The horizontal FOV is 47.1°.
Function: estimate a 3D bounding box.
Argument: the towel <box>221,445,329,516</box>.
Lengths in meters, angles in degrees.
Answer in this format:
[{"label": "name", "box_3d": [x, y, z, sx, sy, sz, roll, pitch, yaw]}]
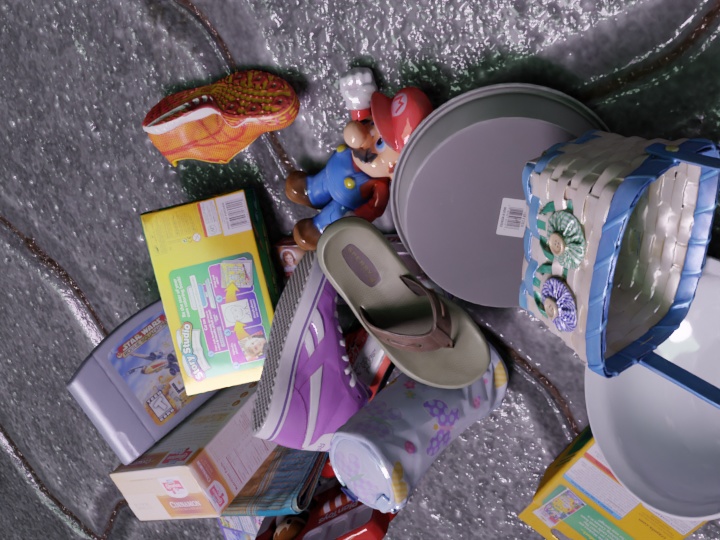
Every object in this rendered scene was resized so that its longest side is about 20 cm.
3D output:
[{"label": "towel", "box_3d": [-0.114, 0.233, 1.009, 0.198, 0.148, 0.022, -16, 127, 41]}]

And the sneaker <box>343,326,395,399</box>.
[{"label": "sneaker", "box_3d": [-0.017, 0.095, 0.904, 0.107, 0.067, 0.203, 31, 134, 10]}]

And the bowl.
[{"label": "bowl", "box_3d": [0.280, 0.092, 0.659, 0.200, 0.089, 0.205, -23, 64, 58]}]

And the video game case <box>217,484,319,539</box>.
[{"label": "video game case", "box_3d": [-0.121, 0.357, 1.161, 0.179, 0.045, 0.203, 2, 120, 31]}]

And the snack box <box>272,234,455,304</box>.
[{"label": "snack box", "box_3d": [0.000, 0.000, 0.859, 0.197, 0.024, 0.073, 0, 119, 34]}]

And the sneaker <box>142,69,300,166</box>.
[{"label": "sneaker", "box_3d": [-0.132, -0.149, 0.835, 0.198, 0.074, 0.077, 0, 141, 38]}]

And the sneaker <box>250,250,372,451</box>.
[{"label": "sneaker", "box_3d": [-0.035, 0.081, 0.840, 0.113, 0.204, 0.072, 19, 169, -21]}]

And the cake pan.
[{"label": "cake pan", "box_3d": [0.122, -0.052, 0.684, 0.196, 0.037, 0.203, 3, 122, 4]}]

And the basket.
[{"label": "basket", "box_3d": [0.207, -0.001, 0.567, 0.198, 0.138, 0.179, 23, 129, 40]}]

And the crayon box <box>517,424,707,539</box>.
[{"label": "crayon box", "box_3d": [0.257, 0.215, 0.809, 0.125, 0.052, 0.201, 36, 132, 9]}]

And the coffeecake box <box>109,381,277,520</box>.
[{"label": "coffeecake box", "box_3d": [-0.174, 0.199, 0.986, 0.152, 0.200, 0.074, -16, 111, 40]}]

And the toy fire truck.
[{"label": "toy fire truck", "box_3d": [-0.047, 0.291, 0.966, 0.198, 0.168, 0.113, -30, 101, 18]}]

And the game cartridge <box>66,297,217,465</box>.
[{"label": "game cartridge", "box_3d": [-0.236, 0.112, 0.975, 0.134, 0.199, 0.041, 57, 154, -15]}]

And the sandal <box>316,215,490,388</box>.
[{"label": "sandal", "box_3d": [0.037, 0.038, 0.726, 0.201, 0.057, 0.080, 43, 92, -19]}]

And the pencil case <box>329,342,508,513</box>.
[{"label": "pencil case", "box_3d": [0.060, 0.139, 0.792, 0.090, 0.199, 0.084, 35, 139, 22]}]

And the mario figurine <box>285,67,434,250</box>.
[{"label": "mario figurine", "box_3d": [-0.012, -0.099, 0.749, 0.124, 0.106, 0.199, 50, 135, -3]}]

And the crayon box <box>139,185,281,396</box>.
[{"label": "crayon box", "box_3d": [-0.149, 0.022, 0.886, 0.117, 0.058, 0.203, -12, 97, 8]}]
